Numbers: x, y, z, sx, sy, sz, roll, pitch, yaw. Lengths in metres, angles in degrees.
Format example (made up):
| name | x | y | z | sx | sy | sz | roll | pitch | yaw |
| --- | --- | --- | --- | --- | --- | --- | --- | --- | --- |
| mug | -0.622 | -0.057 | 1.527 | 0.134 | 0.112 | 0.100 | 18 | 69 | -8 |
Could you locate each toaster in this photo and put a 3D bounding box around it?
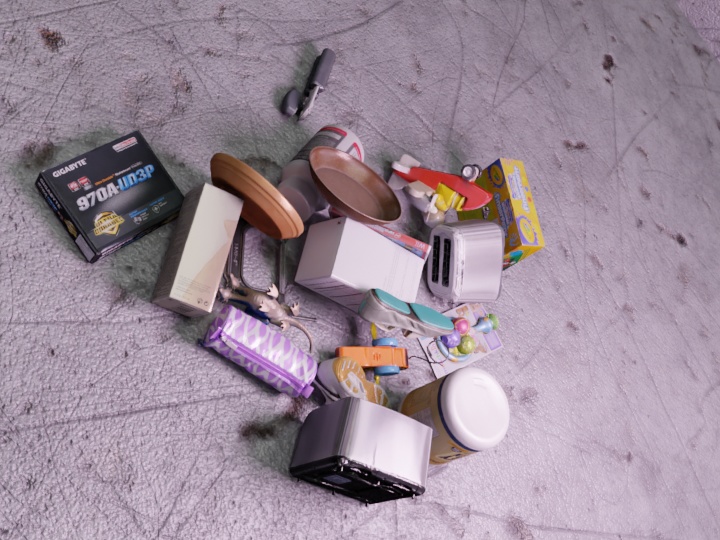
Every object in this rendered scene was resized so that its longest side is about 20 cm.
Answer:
| name | x | y | z | sx | sy | sz | roll | pitch | yaw |
| --- | --- | --- | --- | --- | --- | --- | --- | --- | --- |
| toaster | 0.005 | 0.301 | 1.368 | 0.179 | 0.200 | 0.120 | 25 | 60 | -23 |
| toaster | 0.214 | -0.025 | 1.699 | 0.128 | 0.113 | 0.203 | -6 | 106 | -32 |

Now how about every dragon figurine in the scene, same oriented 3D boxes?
| name | x | y | z | sx | sy | sz | roll | pitch | yaw |
| --- | --- | --- | --- | --- | --- | --- | --- | --- | --- |
| dragon figurine | -0.160 | 0.068 | 1.437 | 0.200 | 0.099 | 0.059 | 39 | 67 | -34 |

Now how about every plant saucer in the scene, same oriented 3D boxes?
| name | x | y | z | sx | sy | sz | roll | pitch | yaw |
| --- | --- | --- | --- | --- | --- | --- | --- | --- | --- |
| plant saucer | -0.016 | -0.144 | 1.495 | 0.199 | 0.037 | 0.201 | 29 | 30 | -18 |
| plant saucer | -0.184 | -0.119 | 1.431 | 0.200 | 0.200 | 0.038 | 42 | 74 | -11 |

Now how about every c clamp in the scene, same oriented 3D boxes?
| name | x | y | z | sx | sy | sz | roll | pitch | yaw |
| --- | --- | --- | --- | --- | --- | --- | --- | --- | --- |
| c clamp | -0.165 | -0.005 | 1.512 | 0.169 | 0.027 | 0.203 | 6 | 66 | -28 |

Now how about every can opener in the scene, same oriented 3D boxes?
| name | x | y | z | sx | sy | sz | roll | pitch | yaw |
| --- | --- | --- | --- | --- | --- | --- | --- | --- | --- |
| can opener | -0.106 | -0.387 | 1.717 | 0.066 | 0.053 | 0.202 | 30 | 53 | -21 |

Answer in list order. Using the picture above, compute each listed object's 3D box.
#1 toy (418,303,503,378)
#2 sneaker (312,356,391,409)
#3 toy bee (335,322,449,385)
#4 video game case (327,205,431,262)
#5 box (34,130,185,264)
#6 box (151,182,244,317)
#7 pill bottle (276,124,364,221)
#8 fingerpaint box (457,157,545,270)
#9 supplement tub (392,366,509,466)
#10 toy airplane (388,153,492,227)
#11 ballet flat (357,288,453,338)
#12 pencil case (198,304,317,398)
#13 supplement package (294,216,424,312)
| name | x | y | z | sx | sy | sz | roll | pitch | yaw |
| --- | --- | --- | --- | --- | --- | --- | --- | --- | --- |
| toy | 0.210 | 0.129 | 1.694 | 0.199 | 0.047 | 0.116 | -19 | 78 | -40 |
| sneaker | -0.016 | 0.224 | 1.475 | 0.201 | 0.087 | 0.076 | 57 | 40 | -30 |
| toy bee | 0.048 | 0.172 | 1.538 | 0.198 | 0.109 | 0.132 | 19 | 72 | -2 |
| video game case | 0.035 | -0.066 | 1.567 | 0.198 | 0.143 | 0.018 | 23 | 83 | 4 |
| box | -0.406 | -0.125 | 1.380 | 0.199 | 0.046 | 0.160 | -35 | 91 | -41 |
| box | -0.267 | -0.033 | 1.374 | 0.077 | 0.095 | 0.202 | 23 | 72 | -27 |
| pill bottle | -0.082 | -0.183 | 1.597 | 0.111 | 0.110 | 0.201 | 44 | 50 | -9 |
| fingerpaint box | 0.295 | -0.112 | 1.794 | 0.073 | 0.167 | 0.203 | 3 | 66 | -34 |
| supplement tub | 0.152 | 0.265 | 1.486 | 0.143 | 0.200 | 0.146 | 15 | 60 | -28 |
| toy airplane | 0.147 | -0.161 | 1.733 | 0.198 | 0.199 | 0.143 | 3 | 102 | -25 |
| ballet flat | 0.078 | 0.087 | 1.487 | 0.198 | 0.064 | 0.068 | 23 | 26 | -33 |
| pencil case | -0.166 | 0.136 | 1.396 | 0.199 | 0.085 | 0.084 | 32 | 93 | -18 |
| supplement package | 0.000 | 0.000 | 1.530 | 0.199 | 0.117 | 0.118 | 28 | 68 | -33 |
